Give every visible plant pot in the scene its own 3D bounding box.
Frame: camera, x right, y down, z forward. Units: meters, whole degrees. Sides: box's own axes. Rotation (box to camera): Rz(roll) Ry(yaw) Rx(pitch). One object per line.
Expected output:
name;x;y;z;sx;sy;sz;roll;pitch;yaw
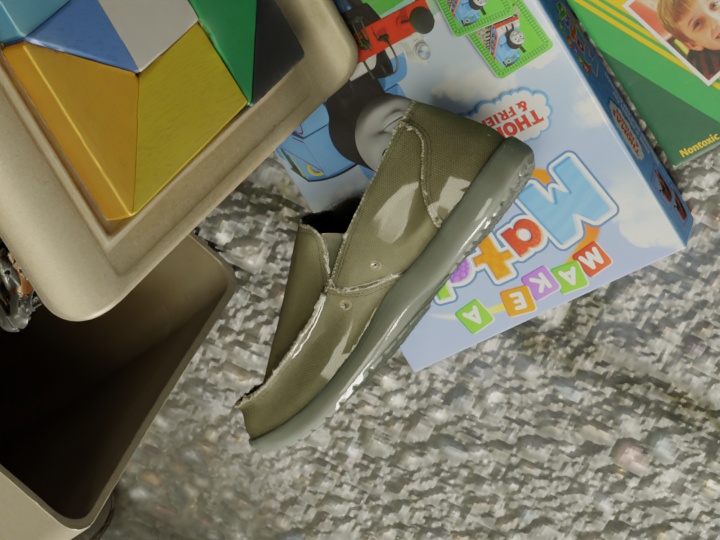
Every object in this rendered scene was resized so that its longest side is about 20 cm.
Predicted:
plant pot;-0.212;0.041;1.406;0.200;0.200;0.177;41;129;-9

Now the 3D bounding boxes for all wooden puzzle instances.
wooden puzzle;-0.099;-0.107;1.263;0.037;0.200;0.186;-6;121;50

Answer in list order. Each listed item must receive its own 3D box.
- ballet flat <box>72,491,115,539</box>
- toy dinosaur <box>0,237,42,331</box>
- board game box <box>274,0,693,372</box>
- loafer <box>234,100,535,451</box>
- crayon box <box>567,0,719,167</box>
ballet flat;-0.214;0.148;1.526;0.199;0.046;0.068;-24;66;7
toy dinosaur;-0.205;-0.050;1.276;0.200;0.136;0.102;38;125;-12
board game box;0.039;-0.068;1.374;0.151;0.037;0.200;-25;109;23
loafer;0.000;0.000;1.364;0.070;0.075;0.200;41;115;4
crayon box;0.175;-0.166;1.280;0.199;0.058;0.173;-28;107;24
